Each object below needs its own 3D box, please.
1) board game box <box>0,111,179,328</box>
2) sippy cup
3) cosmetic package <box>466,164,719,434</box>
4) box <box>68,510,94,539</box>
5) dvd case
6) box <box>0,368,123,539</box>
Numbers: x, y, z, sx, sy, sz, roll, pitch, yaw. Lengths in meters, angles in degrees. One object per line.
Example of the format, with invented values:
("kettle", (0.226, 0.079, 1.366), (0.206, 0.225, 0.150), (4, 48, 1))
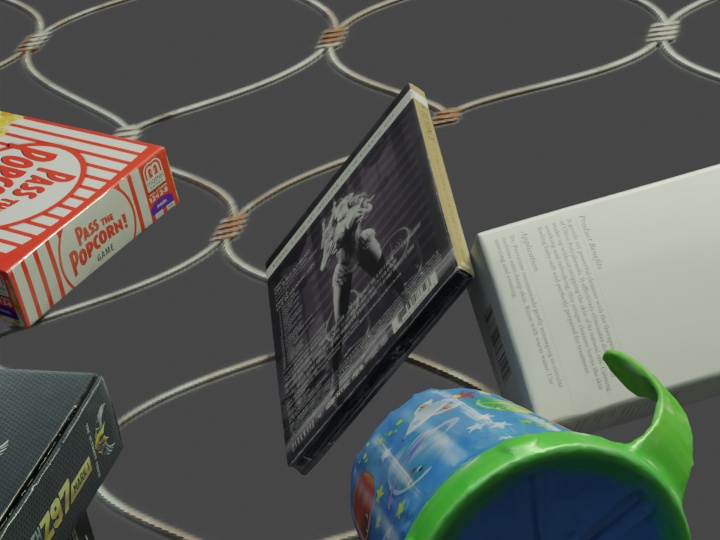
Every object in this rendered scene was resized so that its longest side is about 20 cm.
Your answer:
("board game box", (-0.243, -0.041, 1.272), (0.200, 0.046, 0.151), (14, 41, 33))
("sippy cup", (0.059, 0.117, 0.875), (0.178, 0.140, 0.130), (-12, 21, -17))
("cosmetic package", (0.164, 0.012, 0.989), (0.200, 0.085, 0.108), (-14, 77, -6))
("box", (-0.242, 0.165, 0.937), (0.200, 0.079, 0.141), (-3, 31, 12))
("dvd case", (0.000, 0.000, 1.074), (0.149, 0.016, 0.200), (-51, 25, 23))
("box", (-0.232, 0.108, 0.905), (0.200, 0.051, 0.158), (2, 34, 19))
